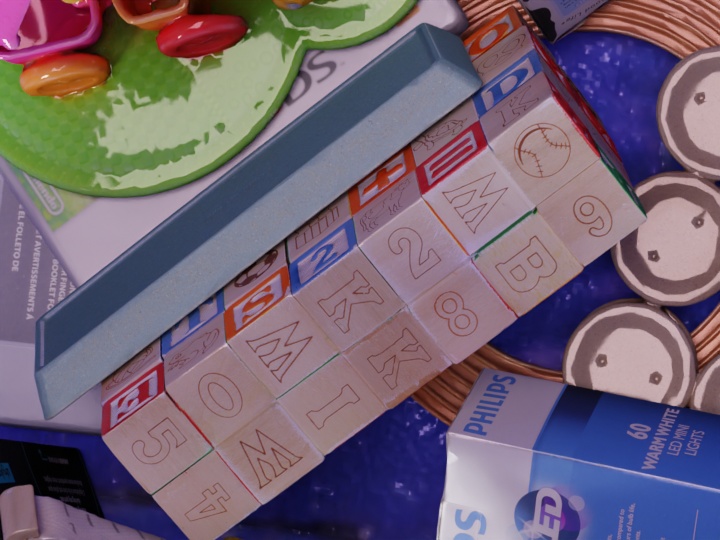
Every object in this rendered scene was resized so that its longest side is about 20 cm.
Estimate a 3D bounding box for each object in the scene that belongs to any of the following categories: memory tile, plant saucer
[{"bbox_3d":[0.187,0.012,1.056,0.199,0.017,0.154,19,91,5],"label":"memory tile"},{"bbox_3d":[-0.043,-0.022,1.050,0.200,0.070,0.019,-38,108,8],"label":"plant saucer"}]

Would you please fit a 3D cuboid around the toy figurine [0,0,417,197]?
[{"bbox_3d":[-0.083,-0.116,1.000,0.199,0.184,0.151,-14,83,9],"label":"toy figurine"}]

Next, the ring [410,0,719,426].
[{"bbox_3d":[0.086,-0.026,1.096,0.199,0.019,0.202,-1,84,13],"label":"ring"}]

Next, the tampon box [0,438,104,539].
[{"bbox_3d":[-0.144,0.178,1.058,0.126,0.150,0.201,-23,80,7],"label":"tampon box"}]

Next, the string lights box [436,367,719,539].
[{"bbox_3d":[0.128,0.110,1.032,0.199,0.059,0.103,12,117,13],"label":"string lights box"}]

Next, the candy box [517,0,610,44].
[{"bbox_3d":[0.033,-0.179,1.019,0.061,0.200,0.137,-36,66,5],"label":"candy box"}]

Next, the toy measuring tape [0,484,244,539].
[{"bbox_3d":[-0.056,0.133,1.051,0.199,0.073,0.074,21,89,-30],"label":"toy measuring tape"}]

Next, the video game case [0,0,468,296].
[{"bbox_3d":[-0.086,-0.121,1.106,0.182,0.022,0.200,-36,78,6],"label":"video game case"}]

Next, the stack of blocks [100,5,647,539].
[{"bbox_3d":[0.000,0.000,1.039,0.200,0.115,0.059,-37,109,9],"label":"stack of blocks"}]

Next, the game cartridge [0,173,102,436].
[{"bbox_3d":[-0.097,-0.035,1.129,0.132,0.042,0.201,6,86,8],"label":"game cartridge"}]
